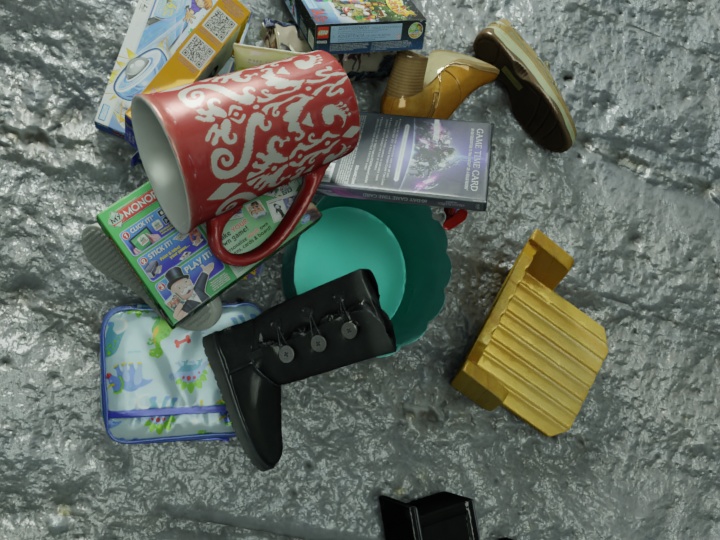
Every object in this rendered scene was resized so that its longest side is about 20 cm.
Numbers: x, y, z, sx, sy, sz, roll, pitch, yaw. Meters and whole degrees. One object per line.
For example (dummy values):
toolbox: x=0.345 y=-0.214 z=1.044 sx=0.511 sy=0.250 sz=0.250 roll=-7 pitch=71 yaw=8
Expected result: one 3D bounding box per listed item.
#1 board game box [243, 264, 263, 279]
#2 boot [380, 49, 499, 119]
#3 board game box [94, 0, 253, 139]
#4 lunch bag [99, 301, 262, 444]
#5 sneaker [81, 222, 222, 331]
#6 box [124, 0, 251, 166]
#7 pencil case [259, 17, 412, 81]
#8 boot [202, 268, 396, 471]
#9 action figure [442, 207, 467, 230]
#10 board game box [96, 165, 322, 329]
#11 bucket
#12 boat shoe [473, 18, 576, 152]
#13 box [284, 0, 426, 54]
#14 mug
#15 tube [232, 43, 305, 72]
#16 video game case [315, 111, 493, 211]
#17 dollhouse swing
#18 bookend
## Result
board game box: x=-0.146 y=-0.092 z=0.906 sx=0.157 sy=0.038 sz=0.204 roll=38 pitch=49 yaw=-37
boot: x=0.096 y=-0.208 z=1.025 sx=0.198 sy=0.070 sz=0.147 roll=-11 pitch=123 yaw=-42
board game box: x=-0.224 y=-0.244 z=0.951 sx=0.132 sy=0.034 sz=0.205 roll=19 pitch=81 yaw=-15
lunch bag: x=-0.200 y=0.118 z=0.911 sx=0.194 sy=0.082 sz=0.166 roll=1 pitch=89 yaw=-16
sneaker: x=-0.218 y=-0.009 z=0.879 sx=0.198 sy=0.075 sz=0.082 roll=33 pitch=34 yaw=19
box: x=-0.202 y=-0.206 z=0.874 sx=0.041 sy=0.119 sz=0.202 roll=39 pitch=76 yaw=-11
pencil case: x=-0.028 y=-0.284 z=0.990 sx=0.195 sy=0.078 sz=0.092 roll=-10 pitch=73 yaw=-17
boot: x=-0.051 y=0.108 z=0.843 sx=0.196 sy=0.066 sz=0.168 roll=-22 pitch=100 yaw=5
action figure: x=0.116 y=-0.113 z=0.978 sx=0.065 sy=0.201 sz=0.052 roll=44 pitch=112 yaw=-10
board game box: x=-0.154 y=-0.054 z=0.820 sx=0.198 sy=0.029 sz=0.136 roll=-37 pitch=89 yaw=-21
bucket: x=0.000 y=0.000 z=0.950 sx=0.201 sy=0.134 sz=0.214 roll=1 pitch=87 yaw=-16
boat shoe: x=0.242 y=-0.261 z=1.081 sx=0.076 sy=0.071 sz=0.202 roll=-41 pitch=100 yaw=-31
box: x=-0.017 y=-0.327 z=0.950 sx=0.133 sy=0.202 sz=0.038 roll=-8 pitch=133 yaw=-17
mug: x=-0.109 y=-0.120 z=0.788 sx=0.197 sy=0.180 sz=0.133 roll=-26 pitch=49 yaw=-25
tube: x=-0.118 y=-0.216 z=0.895 sx=0.058 sy=0.200 sz=0.052 roll=-39 pitch=95 yaw=-16
video game case: x=0.051 y=-0.129 z=0.896 sx=0.194 sy=0.019 sz=0.145 roll=7 pitch=46 yaw=7
dollhouse swing: x=0.239 y=0.098 z=1.008 sx=0.173 sy=0.182 sz=0.203 roll=30 pitch=77 yaw=8
bookend: x=0.142 y=0.366 z=0.982 sx=0.195 sy=0.092 sz=0.205 roll=-8 pitch=87 yaw=-25
